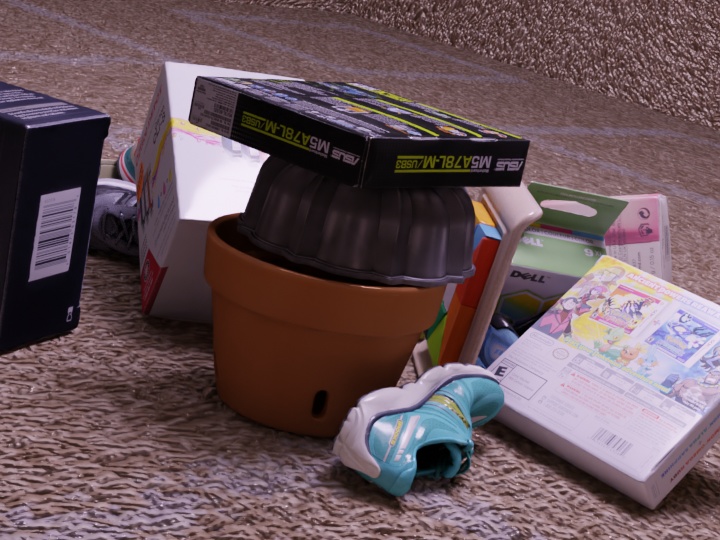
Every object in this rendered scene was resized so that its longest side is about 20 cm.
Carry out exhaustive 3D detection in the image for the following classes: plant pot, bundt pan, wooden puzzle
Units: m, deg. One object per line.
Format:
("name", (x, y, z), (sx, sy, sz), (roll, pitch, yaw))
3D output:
("plant pot", (-0.039, 0.046, 1.331), (0.200, 0.140, 0.200), (11, 16, -3))
("bundt pan", (0.003, -0.054, 1.319), (0.202, 0.076, 0.202), (11, 16, -3))
("wooden puzzle", (0.094, 0.012, 1.447), (0.037, 0.200, 0.185), (21, 13, -9))

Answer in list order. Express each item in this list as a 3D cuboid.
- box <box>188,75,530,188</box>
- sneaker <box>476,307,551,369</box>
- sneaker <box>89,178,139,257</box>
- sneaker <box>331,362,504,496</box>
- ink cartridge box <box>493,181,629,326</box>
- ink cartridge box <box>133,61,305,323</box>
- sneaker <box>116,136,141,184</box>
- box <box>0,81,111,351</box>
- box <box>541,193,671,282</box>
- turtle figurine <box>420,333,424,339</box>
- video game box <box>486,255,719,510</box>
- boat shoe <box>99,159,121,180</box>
("box", (-0.001, -0.111, 1.290), (0.200, 0.048, 0.193), (23, 16, 39))
("sneaker", (0.193, 0.080, 1.484), (0.200, 0.090, 0.078), (5, 17, -28))
("sneaker", (-0.217, -0.038, 1.625), (0.200, 0.076, 0.114), (9, 16, -10))
("sneaker", (0.056, 0.131, 1.270), (0.080, 0.078, 0.200), (40, 30, 22))
("ink cartridge box", (0.165, 0.009, 1.511), (0.104, 0.200, 0.059), (11, 50, -17))
("ink cartridge box", (-0.126, -0.071, 1.520), (0.145, 0.145, 0.200), (6, 49, -19))
("sneaker", (-0.153, -0.085, 1.704), (0.200, 0.093, 0.070), (33, 40, -23))
("box", (-0.337, -0.059, 1.376), (0.200, 0.197, 0.117), (18, 17, 23))
("box", (0.222, -0.021, 1.709), (0.200, 0.109, 0.128), (-3, 2, 14))
("turtle figurine", (0.000, 0.000, 1.593), (0.161, 0.064, 0.200), (30, -7, -27))
("video game box", (0.225, 0.088, 1.368), (0.182, 0.047, 0.200), (-43, 43, -18))
("boat shoe", (-0.243, -0.081, 1.760), (0.068, 0.075, 0.200), (-5, -14, 39))
